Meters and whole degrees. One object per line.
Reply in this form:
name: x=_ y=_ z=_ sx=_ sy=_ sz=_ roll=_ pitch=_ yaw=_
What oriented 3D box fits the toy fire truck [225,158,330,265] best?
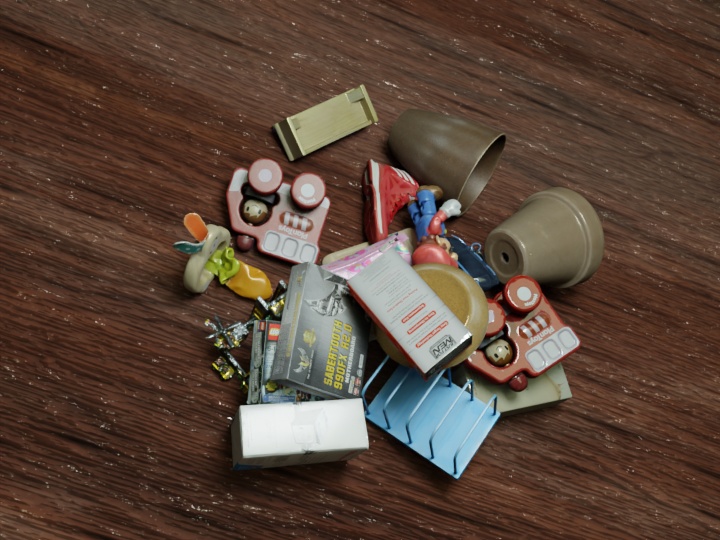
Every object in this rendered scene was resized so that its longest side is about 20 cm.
toy fire truck: x=-0.157 y=-0.106 z=1.395 sx=0.200 sy=0.112 sz=0.168 roll=17 pitch=82 yaw=-7

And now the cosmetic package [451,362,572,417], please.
cosmetic package: x=0.279 y=0.215 z=1.392 sx=0.200 sy=0.073 sz=0.104 roll=-9 pitch=70 yaw=-18

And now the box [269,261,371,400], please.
box: x=-0.058 y=0.106 z=1.238 sx=0.158 sy=0.048 sz=0.200 roll=27 pitch=63 yaw=-38

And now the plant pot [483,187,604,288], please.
plant pot: x=0.335 y=-0.045 z=1.437 sx=0.174 sy=0.200 sz=0.200 roll=-19 pitch=74 yaw=-31

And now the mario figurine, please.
mario figurine: x=0.145 y=-0.058 z=1.397 sx=0.106 sy=0.124 sz=0.200 roll=-11 pitch=52 yaw=7

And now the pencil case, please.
pencil case: x=0.000 y=0.000 z=1.363 sx=0.200 sy=0.087 sz=0.088 roll=-25 pitch=76 yaw=-13

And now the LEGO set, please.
LEGO set: x=-0.158 y=0.113 z=1.284 sx=0.200 sy=0.116 sz=0.154 roll=-29 pitch=78 yaw=-25

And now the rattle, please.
rattle: x=-0.230 y=-0.011 z=1.267 sx=0.143 sy=0.200 sz=0.130 roll=43 pitch=65 yaw=10

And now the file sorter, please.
file sorter: x=0.117 y=0.228 z=1.268 sx=0.200 sy=0.123 sz=0.139 roll=30 pitch=68 yaw=23

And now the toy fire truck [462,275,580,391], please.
toy fire truck: x=0.271 y=0.119 z=1.324 sx=0.200 sy=0.112 sz=0.168 roll=-31 pitch=76 yaw=-16

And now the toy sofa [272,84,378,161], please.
toy sofa: x=-0.074 y=-0.298 z=1.518 sx=0.200 sy=0.098 sz=0.083 roll=-30 pitch=103 yaw=-25

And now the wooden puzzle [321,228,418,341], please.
wooden puzzle: x=0.049 y=0.028 z=1.429 sx=0.200 sy=0.037 sz=0.185 roll=-20 pitch=73 yaw=-18

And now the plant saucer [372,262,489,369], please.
plant saucer: x=0.116 y=0.069 z=1.260 sx=0.200 sy=0.035 sz=0.201 roll=-5 pitch=63 yaw=9

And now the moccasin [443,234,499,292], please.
moccasin: x=0.207 y=-0.005 z=1.425 sx=0.068 sy=0.081 sz=0.200 roll=-7 pitch=31 yaw=-9

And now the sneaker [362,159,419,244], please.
sneaker: x=0.069 y=-0.133 z=1.470 sx=0.115 sy=0.078 sz=0.200 roll=6 pitch=58 yaw=-14

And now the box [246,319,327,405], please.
box: x=-0.094 y=0.161 z=1.259 sx=0.200 sy=0.040 sz=0.137 roll=10 pitch=79 yaw=-42

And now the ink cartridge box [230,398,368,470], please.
ink cartridge box: x=-0.103 y=0.269 z=1.216 sx=0.200 sy=0.146 sz=0.086 roll=-2 pitch=69 yaw=-17

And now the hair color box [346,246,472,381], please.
hair color box: x=0.078 y=0.069 z=1.206 sx=0.101 sy=0.061 sz=0.200 roll=-37 pitch=68 yaw=-8

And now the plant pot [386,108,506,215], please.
plant pot: x=0.160 y=-0.240 z=1.510 sx=0.200 sy=0.187 sz=0.187 roll=33 pitch=62 yaw=15

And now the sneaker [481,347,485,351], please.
sneaker: x=0.246 y=0.105 z=1.438 sx=0.200 sy=0.076 sz=0.091 roll=-15 pitch=78 yaw=-11
